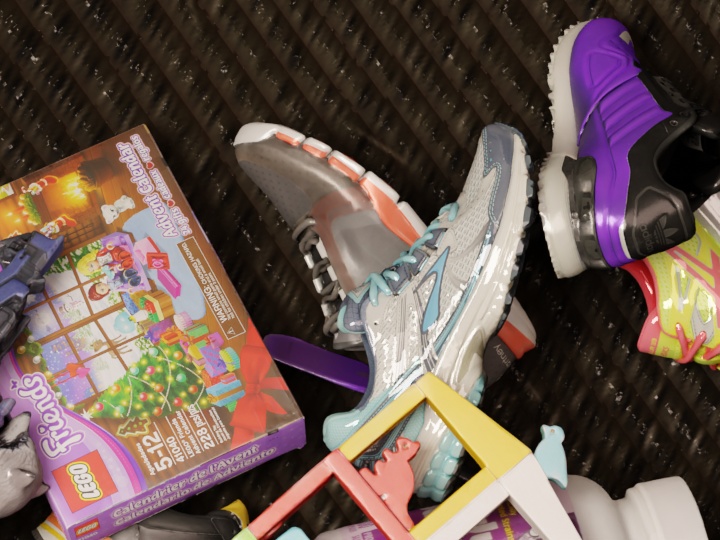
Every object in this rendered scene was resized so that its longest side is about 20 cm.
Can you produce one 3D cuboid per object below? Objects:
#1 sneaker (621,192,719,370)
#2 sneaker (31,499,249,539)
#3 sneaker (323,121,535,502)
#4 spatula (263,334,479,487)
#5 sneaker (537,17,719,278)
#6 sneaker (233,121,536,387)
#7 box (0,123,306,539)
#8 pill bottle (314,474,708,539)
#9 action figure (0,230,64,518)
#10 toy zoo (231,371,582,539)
[{"bbox_3d":[0.198,0.030,1.470,0.090,0.078,0.200,-38,74,-13],"label":"sneaker"},{"bbox_3d":[-0.073,0.170,1.404,0.200,0.070,0.090,38,80,3],"label":"sneaker"},{"bbox_3d":[0.035,0.014,1.386,0.086,0.078,0.200,16,85,2],"label":"sneaker"},{"bbox_3d":[0.032,0.090,1.452,0.200,0.057,0.021,37,101,-7],"label":"spatula"},{"bbox_3d":[0.154,-0.070,1.435,0.099,0.070,0.200,-10,37,17],"label":"sneaker"},{"bbox_3d":[0.000,0.000,1.449,0.200,0.077,0.082,39,83,2],"label":"sneaker"},{"bbox_3d":[-0.132,0.033,1.412,0.137,0.039,0.200,-25,65,-11],"label":"box"},{"bbox_3d":[0.081,0.169,1.396,0.199,0.112,0.113,-13,80,-5],"label":"pill bottle"},{"bbox_3d":[-0.233,0.059,1.365,0.193,0.105,0.200,30,57,19],"label":"action figure"},{"bbox_3d":[0.024,0.144,1.331,0.200,0.020,0.131,-40,83,-8],"label":"toy zoo"}]
